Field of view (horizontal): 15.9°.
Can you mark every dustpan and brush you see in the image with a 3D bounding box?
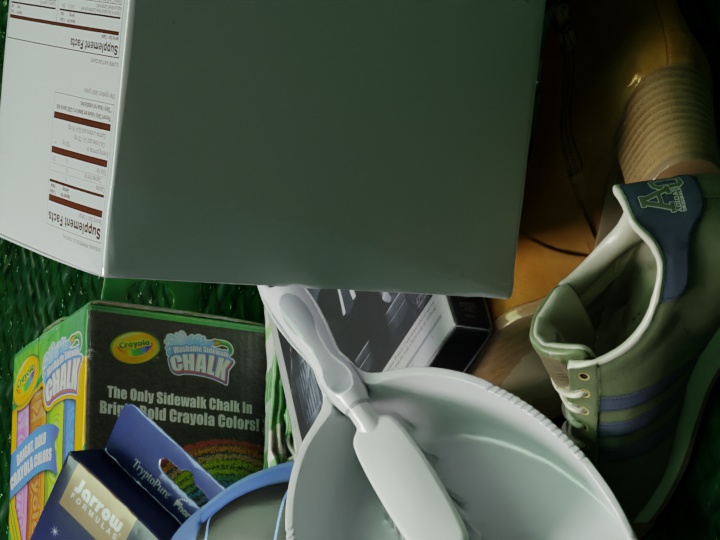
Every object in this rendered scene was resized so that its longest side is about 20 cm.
[{"bbox_3d":[0.010,0.076,1.096,0.139,0.057,0.200,-35,53,1],"label":"dustpan and brush"}]

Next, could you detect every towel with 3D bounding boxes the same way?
[{"bbox_3d":[-0.045,0.049,1.399,0.153,0.023,0.201,103,167,-60],"label":"towel"}]

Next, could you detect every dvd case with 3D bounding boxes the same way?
[{"bbox_3d":[0.000,0.000,1.230,0.151,0.025,0.201,-58,34,38],"label":"dvd case"}]

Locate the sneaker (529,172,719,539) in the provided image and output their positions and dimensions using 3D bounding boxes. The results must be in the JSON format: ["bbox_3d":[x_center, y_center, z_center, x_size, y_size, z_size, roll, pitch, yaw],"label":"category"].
[{"bbox_3d":[0.105,0.036,1.089,0.201,0.089,0.067,-63,32,33],"label":"sneaker"}]

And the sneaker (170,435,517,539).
[{"bbox_3d":[-0.008,0.128,1.158,0.199,0.070,0.078,-27,36,23],"label":"sneaker"}]

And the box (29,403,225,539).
[{"bbox_3d":[-0.135,0.184,1.370,0.121,0.032,0.201,39,112,32],"label":"box"}]

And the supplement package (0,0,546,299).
[{"bbox_3d":[-0.039,-0.101,1.085,0.147,0.190,0.202,17,102,62],"label":"supplement package"}]

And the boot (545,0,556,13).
[{"bbox_3d":[0.105,-0.204,1.199,0.155,0.076,0.201,110,180,-78],"label":"boot"}]

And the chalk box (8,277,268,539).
[{"bbox_3d":[-0.128,0.092,1.509,0.124,0.124,0.202,-30,55,57],"label":"chalk box"}]

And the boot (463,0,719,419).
[{"bbox_3d":[0.098,-0.038,1.168,0.202,0.070,0.145,-56,29,38],"label":"boot"}]
